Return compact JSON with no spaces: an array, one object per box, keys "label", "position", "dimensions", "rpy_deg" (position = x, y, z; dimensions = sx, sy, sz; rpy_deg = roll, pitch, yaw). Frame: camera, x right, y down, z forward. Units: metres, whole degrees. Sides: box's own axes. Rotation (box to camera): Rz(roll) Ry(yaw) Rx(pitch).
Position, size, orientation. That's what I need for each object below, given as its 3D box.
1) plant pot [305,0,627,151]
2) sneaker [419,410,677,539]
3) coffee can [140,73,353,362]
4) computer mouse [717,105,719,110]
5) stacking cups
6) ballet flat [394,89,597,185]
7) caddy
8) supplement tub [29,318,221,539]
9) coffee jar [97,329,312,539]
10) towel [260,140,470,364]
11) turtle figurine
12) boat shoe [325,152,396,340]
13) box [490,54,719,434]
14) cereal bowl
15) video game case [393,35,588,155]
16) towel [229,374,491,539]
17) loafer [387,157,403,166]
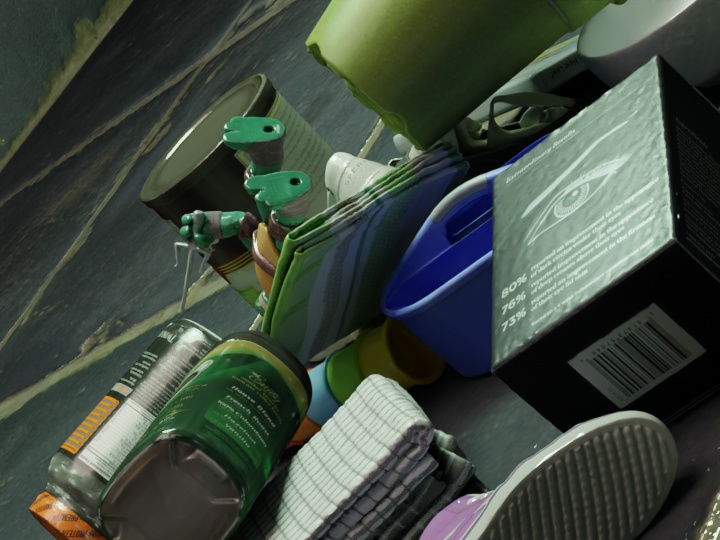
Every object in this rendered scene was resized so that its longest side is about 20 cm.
[{"label":"plant pot","position":[0.063,-0.198,1.682],"dimensions":[0.190,0.200,0.200],"rpy_deg":[-48,16,0]},{"label":"sneaker","position":[0.096,0.136,1.305],"dimensions":[0.200,0.073,0.114],"rpy_deg":[-41,14,15]},{"label":"coffee can","position":[-0.064,-0.043,1.896],"dimensions":[0.146,0.200,0.147],"rpy_deg":[-41,16,15]},{"label":"computer mouse","position":[0.290,-0.111,1.465],"dimensions":[0.140,0.046,0.200],"rpy_deg":[-45,16,4]},{"label":"stacking cups","position":[-0.015,0.090,1.723],"dimensions":[0.200,0.060,0.061],"rpy_deg":[-33,20,48]},{"label":"ballet flat","position":[0.098,-0.100,1.743],"dimensions":[0.199,0.073,0.073],"rpy_deg":[-12,28,18]},{"label":"caddy","position":[0.101,-0.020,1.600],"dimensions":[0.200,0.105,0.142],"rpy_deg":[-36,17,28]},{"label":"supplement tub","position":[-0.166,0.148,1.821],"dimensions":[0.200,0.123,0.122],"rpy_deg":[-49,17,-13]},{"label":"coffee jar","position":[-0.099,0.118,1.522],"dimensions":[0.104,0.085,0.200],"rpy_deg":[-47,5,24]},{"label":"towel","position":[0.000,0.000,1.654],"dimensions":[0.200,0.031,0.150],"rpy_deg":[-33,-32,-44]},{"label":"turtle figurine","position":[-0.073,-0.011,1.708],"dimensions":[0.100,0.201,0.150],"rpy_deg":[-25,50,-29]},{"label":"boat shoe","position":[0.000,-0.022,1.758],"dimensions":[0.071,0.069,0.201],"rpy_deg":[-44,-25,-31]},{"label":"box","position":[0.164,-0.009,1.372],"dimensions":[0.148,0.104,0.201],"rpy_deg":[-37,27,29]},{"label":"cereal bowl","position":[0.261,-0.199,1.685],"dimensions":[0.200,0.083,0.200],"rpy_deg":[-41,17,16]},{"label":"video game case","position":[0.146,-0.162,1.886],"dimensions":[0.182,0.022,0.200],"rpy_deg":[-32,6,-35]},{"label":"towel","position":[-0.014,0.173,1.465],"dimensions":[0.200,0.086,0.166],"rpy_deg":[-47,14,-3]},{"label":"loafer","position":[0.072,-0.064,1.843],"dimensions":[0.070,0.070,0.200],"rpy_deg":[-47,16,-14]}]
